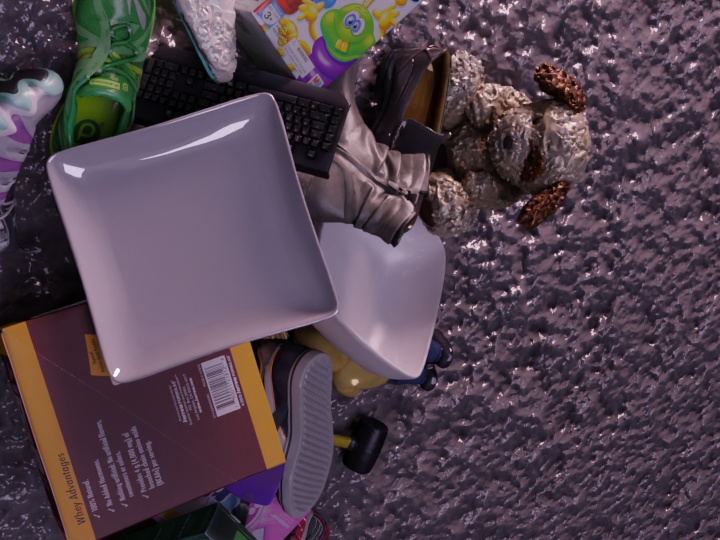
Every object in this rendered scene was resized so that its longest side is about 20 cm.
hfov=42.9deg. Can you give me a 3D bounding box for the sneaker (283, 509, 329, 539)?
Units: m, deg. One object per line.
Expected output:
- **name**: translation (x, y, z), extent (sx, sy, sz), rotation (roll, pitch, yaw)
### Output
- **sneaker**: translation (-0.108, 0.374, 1.092), extent (0.075, 0.081, 0.200), rotation (35, 89, -39)

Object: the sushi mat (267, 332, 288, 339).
- **sushi mat**: translation (-0.136, -0.015, 0.903), extent (0.012, 0.095, 0.200), rotation (-51, 134, -44)

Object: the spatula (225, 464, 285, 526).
- **spatula**: translation (-0.129, 0.272, 0.977), extent (0.056, 0.021, 0.200), rotation (19, 110, 5)

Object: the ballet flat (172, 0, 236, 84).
- **ballet flat**: translation (-0.145, -0.258, 0.768), extent (0.072, 0.072, 0.200), rotation (-33, 105, -16)

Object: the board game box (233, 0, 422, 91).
- **board game box**: translation (-0.021, -0.270, 0.852), extent (0.200, 0.105, 0.103), rotation (-43, 127, -8)

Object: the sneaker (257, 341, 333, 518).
- **sneaker**: translation (-0.077, 0.167, 0.991), extent (0.078, 0.079, 0.201), rotation (-23, 124, -52)

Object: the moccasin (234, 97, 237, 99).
- **moccasin**: translation (-0.115, -0.087, 0.896), extent (0.080, 0.068, 0.200), rotation (-14, 121, -28)

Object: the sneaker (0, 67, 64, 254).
- **sneaker**: translation (-0.310, -0.071, 0.784), extent (0.200, 0.078, 0.140), rotation (-36, 127, -3)

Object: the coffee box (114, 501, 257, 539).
- **coffee box**: translation (-0.184, 0.317, 0.953), extent (0.200, 0.044, 0.123), rotation (-25, 115, 30)

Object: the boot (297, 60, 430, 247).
- **boot**: translation (0.007, -0.118, 0.887), extent (0.130, 0.068, 0.200), rotation (15, 64, -1)

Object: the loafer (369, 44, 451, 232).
- **loafer**: translation (0.050, -0.135, 0.932), extent (0.073, 0.072, 0.201), rotation (9, 83, -41)

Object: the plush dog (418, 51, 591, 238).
- **plush dog**: translation (0.167, -0.127, 0.978), extent (0.160, 0.172, 0.201), rotation (5, 92, -43)

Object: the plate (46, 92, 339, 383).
- **plate**: translation (-0.140, -0.028, 0.773), extent (0.200, 0.032, 0.200), rotation (-18, 88, -6)

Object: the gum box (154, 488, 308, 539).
- **gum box**: translation (-0.155, 0.249, 1.016), extent (0.114, 0.066, 0.200), rotation (-45, 127, -8)

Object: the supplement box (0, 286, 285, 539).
- **supplement box**: translation (-0.206, 0.115, 0.845), extent (0.200, 0.133, 0.198), rotation (-18, 95, -24)

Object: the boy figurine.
- **boy figurine**: translation (0.006, 0.100, 1.054), extent (0.200, 0.064, 0.125), rotation (9, 124, -31)

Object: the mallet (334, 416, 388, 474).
- **mallet**: translation (-0.053, 0.184, 1.074), extent (0.200, 0.041, 0.066), rotation (26, 97, -33)

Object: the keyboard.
- **keyboard**: translation (-0.118, -0.121, 0.816), extent (0.021, 0.200, 0.127), rotation (18, 89, -77)

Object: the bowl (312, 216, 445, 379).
- **bowl**: translation (0.000, 0.000, 0.961), extent (0.200, 0.075, 0.200), rotation (46, 44, -37)

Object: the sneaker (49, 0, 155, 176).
- **sneaker**: translation (-0.214, -0.172, 0.788), extent (0.074, 0.084, 0.200), rotation (6, 106, -33)
